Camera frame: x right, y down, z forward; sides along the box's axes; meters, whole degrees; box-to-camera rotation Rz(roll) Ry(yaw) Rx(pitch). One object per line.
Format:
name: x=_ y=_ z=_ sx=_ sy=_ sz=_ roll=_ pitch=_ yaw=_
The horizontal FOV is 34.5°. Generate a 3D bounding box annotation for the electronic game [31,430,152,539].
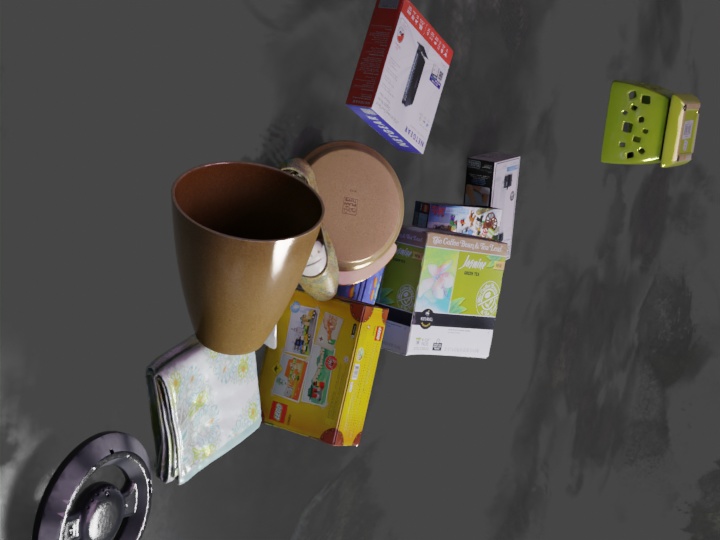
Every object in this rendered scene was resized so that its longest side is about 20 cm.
electronic game: x=-0.313 y=0.288 z=1.367 sx=0.200 sy=0.041 sz=0.202 roll=-34 pitch=130 yaw=-54

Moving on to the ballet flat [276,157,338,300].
ballet flat: x=-0.079 y=-0.054 z=1.577 sx=0.070 sy=0.070 sz=0.202 roll=-16 pitch=94 yaw=-57

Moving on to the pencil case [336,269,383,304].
pencil case: x=0.000 y=0.000 z=1.765 sx=0.087 sy=0.077 sz=0.202 roll=146 pitch=-39 yaw=-81

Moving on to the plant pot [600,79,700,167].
plant pot: x=0.700 y=-0.345 z=2.768 sx=0.199 sy=0.180 sz=0.201 roll=-12 pitch=112 yaw=-57

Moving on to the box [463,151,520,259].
box: x=0.241 y=-0.114 z=2.170 sx=0.116 sy=0.060 sz=0.202 roll=-17 pitch=116 yaw=-57

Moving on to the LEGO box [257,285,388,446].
LEGO box: x=-0.059 y=0.134 z=1.646 sx=0.077 sy=0.148 sz=0.202 roll=13 pitch=90 yaw=-61

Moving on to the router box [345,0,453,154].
router box: x=0.064 y=-0.301 z=1.796 sx=0.200 sy=0.048 sz=0.181 roll=29 pitch=75 yaw=-60

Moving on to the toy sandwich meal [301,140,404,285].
toy sandwich meal: x=-0.024 y=-0.086 z=1.673 sx=0.203 sy=0.070 sz=0.208 roll=0 pitch=91 yaw=-22

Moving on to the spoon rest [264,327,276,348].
spoon rest: x=-0.123 y=0.010 z=1.560 sx=0.100 sy=0.060 sz=0.202 roll=-105 pitch=-170 yaw=-65

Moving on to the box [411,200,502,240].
box: x=0.165 y=-0.048 z=2.034 sx=0.199 sy=0.037 sz=0.138 roll=0 pitch=101 yaw=-45

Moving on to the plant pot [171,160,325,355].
plant pot: x=-0.150 y=-0.002 z=1.431 sx=0.186 sy=0.185 sz=0.202 roll=-35 pitch=143 yaw=-50

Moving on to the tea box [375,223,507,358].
tea box: x=0.115 y=0.032 z=1.884 sx=0.199 sy=0.133 sz=0.199 roll=5 pitch=96 yaw=-43

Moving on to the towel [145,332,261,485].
towel: x=-0.200 y=0.164 z=1.514 sx=0.200 sy=0.048 sz=0.173 roll=-35 pitch=130 yaw=-51
